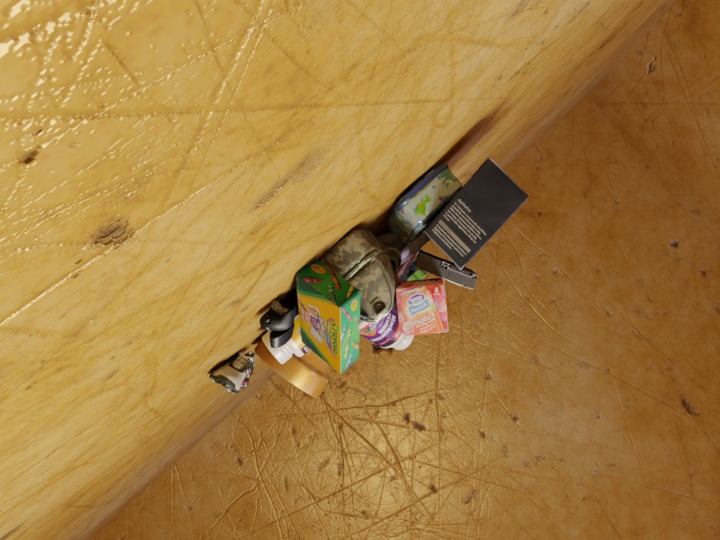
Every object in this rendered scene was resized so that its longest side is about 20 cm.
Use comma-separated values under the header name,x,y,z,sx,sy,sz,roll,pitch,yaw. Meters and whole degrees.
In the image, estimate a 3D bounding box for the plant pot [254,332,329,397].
name,x,y,z,sx,sy,sz,roll,pitch,yaw
plant pot,-0.134,0.178,1.466,0.186,0.198,0.200,-55,176,-5

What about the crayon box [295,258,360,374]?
name,x,y,z,sx,sy,sz,roll,pitch,yaw
crayon box,-0.060,0.091,1.131,0.058,0.118,0.203,-37,146,-32

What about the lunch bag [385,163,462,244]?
name,x,y,z,sx,sy,sz,roll,pitch,yaw
lunch bag,0.142,-0.146,1.313,0.160,0.083,0.200,-39,175,-10

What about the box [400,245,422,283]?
name,x,y,z,sx,sy,sz,roll,pitch,yaw
box,0.077,-0.015,1.631,0.199,0.138,0.040,-42,173,19

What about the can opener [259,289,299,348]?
name,x,y,z,sx,sy,sz,roll,pitch,yaw
can opener,-0.142,0.076,1.192,0.200,0.062,0.080,-52,161,-59

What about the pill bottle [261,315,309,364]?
name,x,y,z,sx,sy,sz,roll,pitch,yaw
pill bottle,-0.125,0.115,1.332,0.199,0.110,0.109,-41,175,-6

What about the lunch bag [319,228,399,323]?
name,x,y,z,sx,sy,sz,roll,pitch,yaw
lunch bag,0.010,0.019,1.207,0.139,0.169,0.200,-41,175,7

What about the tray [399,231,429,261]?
name,x,y,z,sx,sy,sz,roll,pitch,yaw
tray,0.096,-0.028,1.401,0.199,0.022,0.107,-41,175,13

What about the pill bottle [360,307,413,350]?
name,x,y,z,sx,sy,sz,roll,pitch,yaw
pill bottle,0.050,0.128,1.491,0.111,0.113,0.198,-41,134,17

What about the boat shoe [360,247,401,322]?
name,x,y,z,sx,sy,sz,roll,pitch,yaw
boat shoe,0.028,0.041,1.340,0.202,0.072,0.062,-57,-173,15

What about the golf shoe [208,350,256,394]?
name,x,y,z,sx,sy,sz,roll,pitch,yaw
golf shoe,-0.290,0.227,1.355,0.090,0.076,0.200,-60,179,-4

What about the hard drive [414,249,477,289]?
name,x,y,z,sx,sy,sz,roll,pitch,yaw
hard drive,0.190,-0.004,1.334,0.200,0.136,0.039,-33,144,-84

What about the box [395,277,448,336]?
name,x,y,z,sx,sy,sz,roll,pitch,yaw
box,0.133,0.072,1.242,0.099,0.098,0.200,-5,-178,9

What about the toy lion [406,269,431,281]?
name,x,y,z,sx,sy,sz,roll,pitch,yaw
toy lion,0.139,0.056,1.620,0.199,0.069,0.193,-28,157,-56

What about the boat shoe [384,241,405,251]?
name,x,y,z,sx,sy,sz,roll,pitch,yaw
boat shoe,0.116,-0.105,1.533,0.199,0.072,0.066,-41,176,-32

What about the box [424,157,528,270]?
name,x,y,z,sx,sy,sz,roll,pitch,yaw
box,0.250,-0.124,1.265,0.201,0.117,0.196,-48,175,14

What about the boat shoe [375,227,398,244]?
name,x,y,z,sx,sy,sz,roll,pitch,yaw
boat shoe,0.119,-0.121,1.451,0.195,0.070,0.072,-21,174,11

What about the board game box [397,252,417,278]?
name,x,y,z,sx,sy,sz,roll,pitch,yaw
board game box,0.125,-0.041,1.506,0.202,0.019,0.103,-55,-177,-21
